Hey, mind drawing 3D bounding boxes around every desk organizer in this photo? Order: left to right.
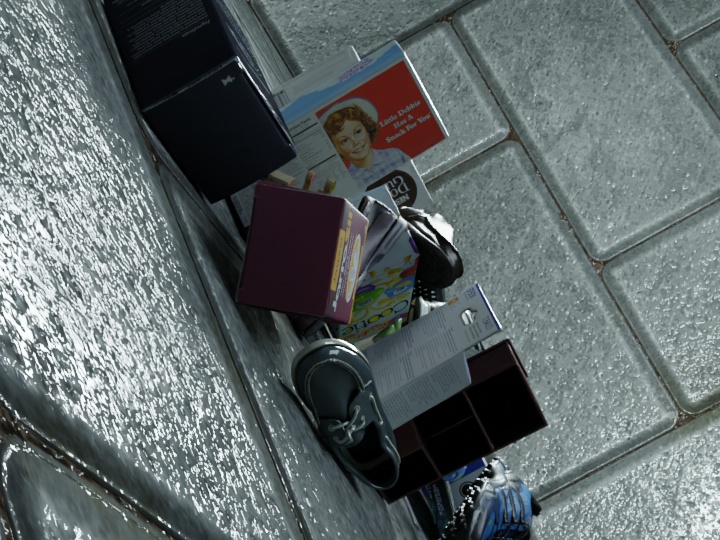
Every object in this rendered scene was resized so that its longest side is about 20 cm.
[{"bbox_3d":[0.093,0.163,1.547,0.072,0.199,0.077,58,7,-44],"label":"desk organizer"}]

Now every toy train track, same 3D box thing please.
[{"bbox_3d":[-0.055,-0.088,1.496,0.114,0.033,0.200,25,3,13],"label":"toy train track"}]

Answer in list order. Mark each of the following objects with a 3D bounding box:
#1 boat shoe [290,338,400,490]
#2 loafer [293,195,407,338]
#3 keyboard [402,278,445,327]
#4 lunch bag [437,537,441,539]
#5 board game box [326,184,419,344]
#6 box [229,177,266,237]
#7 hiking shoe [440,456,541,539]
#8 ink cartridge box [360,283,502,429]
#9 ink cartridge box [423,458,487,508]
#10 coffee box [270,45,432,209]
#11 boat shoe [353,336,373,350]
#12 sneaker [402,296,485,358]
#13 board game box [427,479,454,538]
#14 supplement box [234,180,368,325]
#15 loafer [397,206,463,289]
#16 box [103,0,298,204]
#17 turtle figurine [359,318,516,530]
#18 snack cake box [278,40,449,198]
[{"bbox_3d":[-0.007,0.138,1.354,0.062,0.072,0.201,60,-4,42],"label":"boat shoe"},{"bbox_3d":[-0.023,-0.007,1.618,0.063,0.200,0.072,44,-36,-4],"label":"loafer"},{"bbox_3d":[0.093,0.078,1.930,0.040,0.103,0.201,-97,179,-51],"label":"keyboard"},{"bbox_3d":[0.155,0.394,1.646,0.201,0.082,0.161,61,1,-26],"label":"lunch bag"},{"bbox_3d":[0.000,0.000,1.779,0.200,0.104,0.104,96,-30,-66],"label":"board game box"},{"bbox_3d":[-0.111,-0.075,1.656,0.200,0.049,0.200,66,5,35],"label":"box"},{"bbox_3d":[0.152,0.273,1.590,0.086,0.075,0.200,38,26,6],"label":"hiking shoe"},{"bbox_3d":[0.059,0.101,1.528,0.044,0.199,0.196,60,5,-12],"label":"ink cartridge box"},{"bbox_3d":[0.137,0.295,1.975,0.201,0.093,0.044,63,4,5],"label":"ink cartridge box"},{"bbox_3d":[-0.037,-0.168,2.129,0.199,0.198,0.201,59,4,-33],"label":"coffee box"},{"bbox_3d":[-0.008,0.062,1.998,0.057,0.066,0.202,115,-45,-71],"label":"boat shoe"},{"bbox_3d":[0.105,0.142,1.874,0.076,0.114,0.203,-152,-108,-74],"label":"sneaker"},{"bbox_3d":[0.104,0.294,1.835,0.200,0.028,0.137,-92,167,-80],"label":"board game box"},{"bbox_3d":[-0.051,-0.012,1.363,0.200,0.085,0.112,30,70,-83],"label":"supplement box"},{"bbox_3d":[0.084,-0.041,1.762,0.200,0.071,0.074,-134,-155,-61],"label":"loafer"},{"bbox_3d":[-0.158,-0.193,1.413,0.148,0.104,0.201,57,7,-47],"label":"box"},{"bbox_3d":[0.072,0.158,1.658,0.194,0.144,0.200,52,11,-1],"label":"turtle figurine"},{"bbox_3d":[-0.015,-0.154,1.618,0.116,0.199,0.067,59,4,-23],"label":"snack cake box"}]
